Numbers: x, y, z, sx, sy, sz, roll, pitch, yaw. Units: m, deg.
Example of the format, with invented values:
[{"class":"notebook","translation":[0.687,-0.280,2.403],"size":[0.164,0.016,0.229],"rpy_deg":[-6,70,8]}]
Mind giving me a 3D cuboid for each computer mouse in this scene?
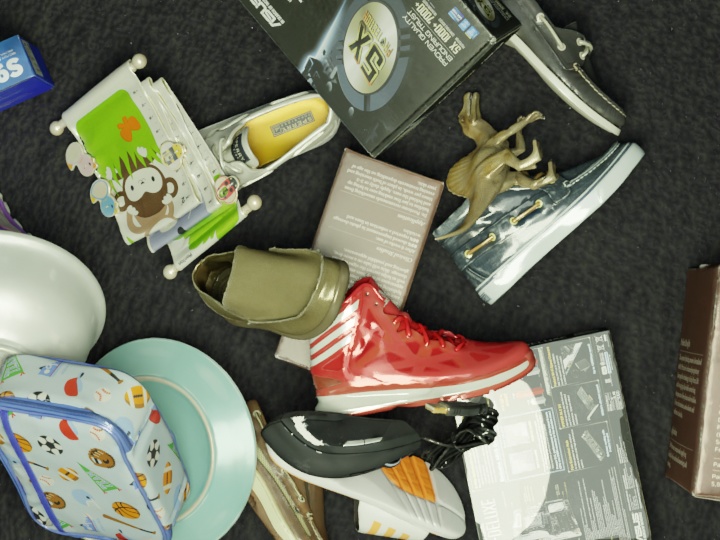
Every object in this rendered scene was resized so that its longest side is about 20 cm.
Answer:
[{"class":"computer mouse","translation":[0.022,0.148,1.553],"size":[0.198,0.140,0.046],"rpy_deg":[9,63,-26]}]

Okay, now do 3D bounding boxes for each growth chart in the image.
[{"class":"growth chart","translation":[-0.192,-0.093,1.646],"size":[0.145,0.018,0.201],"rpy_deg":[-43,79,25]}]

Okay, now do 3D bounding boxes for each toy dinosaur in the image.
[{"class":"toy dinosaur","translation":[0.121,-0.086,1.613],"size":[0.100,0.201,0.058],"rpy_deg":[-16,129,21]}]

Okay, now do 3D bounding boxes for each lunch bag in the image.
[{"class":"lunch bag","translation":[-0.239,0.162,1.560],"size":[0.159,0.201,0.076],"rpy_deg":[6,48,18]}]

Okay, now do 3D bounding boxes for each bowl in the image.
[{"class":"bowl","translation":[-0.324,0.066,1.589],"size":[0.199,0.202,0.091],"rpy_deg":[-8,47,1]}]

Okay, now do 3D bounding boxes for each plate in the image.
[{"class":"plate","translation":[-0.188,0.163,1.642],"size":[0.198,0.026,0.203],"rpy_deg":[1,94,22]}]

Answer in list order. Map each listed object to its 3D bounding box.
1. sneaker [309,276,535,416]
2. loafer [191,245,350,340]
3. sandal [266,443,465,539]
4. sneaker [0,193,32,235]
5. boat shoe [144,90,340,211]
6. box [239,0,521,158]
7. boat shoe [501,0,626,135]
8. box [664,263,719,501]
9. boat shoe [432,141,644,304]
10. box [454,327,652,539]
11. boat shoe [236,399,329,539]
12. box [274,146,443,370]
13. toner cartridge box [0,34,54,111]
[{"class":"sneaker","translation":[0.049,0.057,1.579],"size":[0.198,0.078,0.117],"rpy_deg":[-11,94,-5]},{"class":"loafer","translation":[-0.084,0.017,1.592],"size":[0.067,0.199,0.077],"rpy_deg":[23,72,-33]},{"class":"sandal","translation":[-0.001,0.198,1.643],"size":[0.205,0.080,0.059],"rpy_deg":[23,125,-17]},{"class":"sneaker","translation":[-0.354,-0.038,1.649],"size":[0.200,0.088,0.081],"rpy_deg":[44,92,2]},{"class":"boat shoe","translation":[-0.109,-0.109,1.653],"size":[0.198,0.070,0.071],"rpy_deg":[-24,89,1]},{"class":"box","translation":[0.015,-0.234,1.614],"size":[0.164,0.086,0.200],"rpy_deg":[-40,89,27]},{"class":"boat shoe","translation":[0.175,-0.206,1.651],"size":[0.200,0.074,0.060],"rpy_deg":[44,95,9]},{"class":"box","translation":[0.369,0.103,1.596],"size":[0.162,0.166,0.202],"rpy_deg":[7,90,2]},{"class":"boat shoe","translation":[0.161,-0.068,1.649],"size":[0.200,0.071,0.091],"rpy_deg":[-42,87,0]},{"class":"box","translation":[0.171,0.167,1.657],"size":[0.156,0.050,0.202],"rpy_deg":[-12,89,1]},{"class":"boat shoe","translation":[-0.060,0.207,1.650],"size":[0.075,0.075,0.203],"rpy_deg":[-37,89,-5]},{"class":"box","translation":[0.000,0.000,1.651],"size":[0.099,0.075,0.202],"rpy_deg":[19,88,0]},{"class":"toner cartridge box","translation":[-0.384,-0.151,1.647],"size":[0.198,0.095,0.044],"rpy_deg":[-24,88,0]}]
